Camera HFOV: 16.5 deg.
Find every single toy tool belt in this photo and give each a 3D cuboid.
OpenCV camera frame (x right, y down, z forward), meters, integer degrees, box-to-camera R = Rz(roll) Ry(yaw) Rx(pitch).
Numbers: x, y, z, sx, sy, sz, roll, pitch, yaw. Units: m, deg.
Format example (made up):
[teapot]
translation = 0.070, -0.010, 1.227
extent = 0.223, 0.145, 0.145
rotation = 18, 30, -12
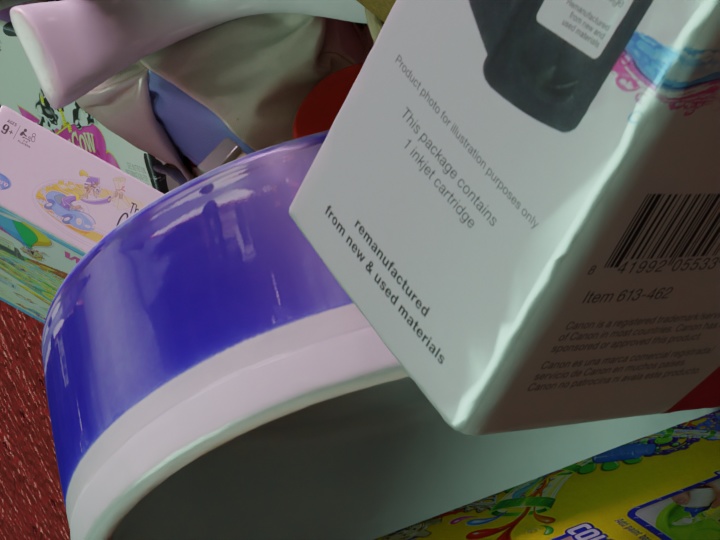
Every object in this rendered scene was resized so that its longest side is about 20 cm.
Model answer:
[toy tool belt]
translation = -0.020, -0.051, 0.958
extent = 0.200, 0.125, 0.123
rotation = 34, 166, 47

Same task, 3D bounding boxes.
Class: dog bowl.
[dog bowl]
translation = 0.006, 0.038, 0.749
extent = 0.200, 0.199, 0.079
rotation = 112, 148, -58

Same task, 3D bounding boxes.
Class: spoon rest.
[spoon rest]
translation = -0.028, -0.118, 0.876
extent = 0.199, 0.061, 0.100
rotation = -22, 94, 25

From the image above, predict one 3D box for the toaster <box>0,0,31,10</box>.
[toaster]
translation = -0.156, -0.177, 1.077
extent = 0.114, 0.129, 0.200
rotation = 66, 156, 3

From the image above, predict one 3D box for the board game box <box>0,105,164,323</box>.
[board game box]
translation = -0.064, 0.016, 0.940
extent = 0.199, 0.034, 0.134
rotation = 29, 163, -9

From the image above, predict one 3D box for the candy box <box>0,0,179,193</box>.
[candy box]
translation = -0.092, -0.028, 1.149
extent = 0.167, 0.071, 0.201
rotation = 22, 131, 57

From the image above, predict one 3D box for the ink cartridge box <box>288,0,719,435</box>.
[ink cartridge box]
translation = 0.095, -0.066, 0.569
extent = 0.083, 0.145, 0.201
rotation = 51, 127, 34

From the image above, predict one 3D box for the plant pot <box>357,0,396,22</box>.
[plant pot]
translation = 0.026, -0.151, 0.708
extent = 0.201, 0.186, 0.186
rotation = 55, 157, -9

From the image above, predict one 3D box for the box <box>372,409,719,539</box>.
[box]
translation = 0.080, 0.166, 0.673
extent = 0.122, 0.192, 0.201
rotation = -151, 45, -65

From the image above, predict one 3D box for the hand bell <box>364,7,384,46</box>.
[hand bell]
translation = 0.000, 0.000, 0.829
extent = 0.104, 0.104, 0.200
rotation = 53, 127, 26

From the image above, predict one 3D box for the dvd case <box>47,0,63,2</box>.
[dvd case]
translation = -0.069, -0.200, 0.891
extent = 0.025, 0.151, 0.200
rotation = 21, 156, -10
